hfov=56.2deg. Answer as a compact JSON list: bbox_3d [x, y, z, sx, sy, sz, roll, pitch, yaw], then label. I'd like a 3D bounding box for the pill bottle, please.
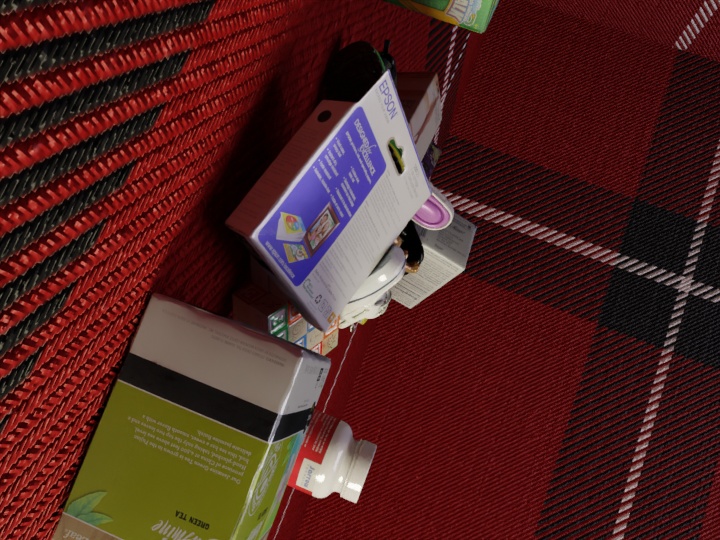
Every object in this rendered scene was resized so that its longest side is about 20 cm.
[{"bbox_3d":[-0.082,0.255,0.970,0.112,0.198,0.114,20,90,-83],"label":"pill bottle"}]

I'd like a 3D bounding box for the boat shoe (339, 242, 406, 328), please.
[{"bbox_3d":[0.008,0.023,0.814,0.074,0.067,0.199,-57,-164,-26],"label":"boat shoe"}]

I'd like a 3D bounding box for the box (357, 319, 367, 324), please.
[{"bbox_3d":[-0.016,-0.027,1.035,0.048,0.116,0.202,-49,159,-53],"label":"box"}]

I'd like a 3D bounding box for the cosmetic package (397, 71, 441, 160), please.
[{"bbox_3d":[0.050,-0.217,1.023,0.201,0.102,0.088,-65,152,-44],"label":"cosmetic package"}]

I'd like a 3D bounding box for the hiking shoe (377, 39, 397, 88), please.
[{"bbox_3d":[0.005,-0.230,0.892,0.201,0.075,0.102,-73,166,-48],"label":"hiking shoe"}]

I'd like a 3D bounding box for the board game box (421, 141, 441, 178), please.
[{"bbox_3d":[0.035,-0.123,1.081,0.199,0.032,0.121,-27,-150,41],"label":"board game box"}]

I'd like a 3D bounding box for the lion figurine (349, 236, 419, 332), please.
[{"bbox_3d":[0.000,0.000,0.952,0.201,0.122,0.073,-56,-142,19],"label":"lion figurine"}]

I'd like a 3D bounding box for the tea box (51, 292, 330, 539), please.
[{"bbox_3d":[-0.126,0.143,0.585,0.200,0.132,0.199,63,48,-80],"label":"tea box"}]

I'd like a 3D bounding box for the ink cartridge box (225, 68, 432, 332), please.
[{"bbox_3d":[-0.018,-0.063,0.660,0.201,0.043,0.199,-51,148,-14],"label":"ink cartridge box"}]

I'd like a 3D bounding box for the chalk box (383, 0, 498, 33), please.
[{"bbox_3d":[0.126,-0.382,0.803,0.125,0.198,0.125,98,14,-59],"label":"chalk box"}]

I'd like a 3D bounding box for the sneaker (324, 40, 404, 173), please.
[{"bbox_3d":[0.014,-0.169,0.802,0.085,0.077,0.203,-32,111,-68],"label":"sneaker"}]

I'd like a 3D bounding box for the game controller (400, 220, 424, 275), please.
[{"bbox_3d":[0.017,-0.019,1.085,0.199,0.105,0.042,-31,156,37],"label":"game controller"}]

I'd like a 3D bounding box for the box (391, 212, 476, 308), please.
[{"bbox_3d":[0.077,-0.045,1.223,0.200,0.183,0.106,-42,-158,55],"label":"box"}]

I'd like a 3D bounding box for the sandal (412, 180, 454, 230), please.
[{"bbox_3d":[0.046,-0.113,0.935,0.083,0.201,0.050,-48,-159,44],"label":"sandal"}]

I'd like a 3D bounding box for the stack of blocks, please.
[{"bbox_3d":[-0.079,0.024,0.742,0.115,0.058,0.202,-33,140,-40],"label":"stack of blocks"}]
